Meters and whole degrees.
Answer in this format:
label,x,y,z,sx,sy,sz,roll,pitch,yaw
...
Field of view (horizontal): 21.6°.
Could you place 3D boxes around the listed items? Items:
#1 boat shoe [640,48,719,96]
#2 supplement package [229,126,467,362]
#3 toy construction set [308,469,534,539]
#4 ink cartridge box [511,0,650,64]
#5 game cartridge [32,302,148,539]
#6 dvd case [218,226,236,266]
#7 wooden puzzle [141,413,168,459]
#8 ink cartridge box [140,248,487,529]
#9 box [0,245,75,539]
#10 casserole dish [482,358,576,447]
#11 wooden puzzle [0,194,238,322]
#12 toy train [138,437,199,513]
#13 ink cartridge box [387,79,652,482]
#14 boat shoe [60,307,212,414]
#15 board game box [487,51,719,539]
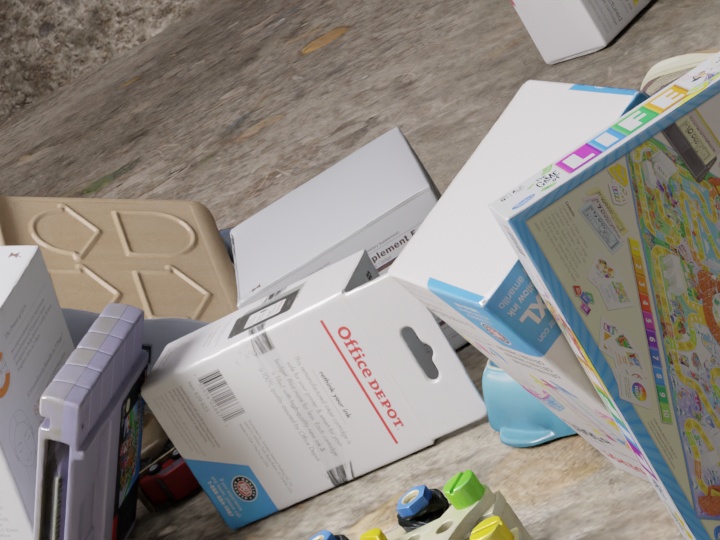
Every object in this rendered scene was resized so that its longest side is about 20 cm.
label,x,y,z,sx,sy,sz,roll,pitch,yaw
boat shoe,0.267,-0.122,1.296,0.199,0.072,0.065,-10,39,47
supplement package,0.000,0.000,1.355,0.155,0.111,0.200,-31,17,4
toy construction set,0.007,0.164,0.928,0.198,0.093,0.131,-14,22,20
ink cartridge box,0.220,-0.312,1.773,0.200,0.148,0.085,-45,19,-32
game cartridge,-0.169,0.135,1.181,0.038,0.202,0.130,14,28,11
dvd case,-0.036,-0.023,1.560,0.141,0.018,0.200,-12,13,-9
wooden puzzle,-0.236,0.104,1.448,0.199,0.046,0.186,-32,44,-3
ink cartridge box,-0.023,0.069,1.192,0.199,0.116,0.067,-25,17,22
box,-0.246,0.101,1.241,0.097,0.201,0.125,-2,34,17
casserole dish,0.149,0.029,1.126,0.200,0.039,0.121,-40,18,-26
wooden puzzle,-0.189,0.007,1.471,0.186,0.198,0.047,-117,39,-49
toy train,-0.131,0.141,1.330,0.199,0.034,0.046,-35,20,-5
ink cartridge box,0.140,0.019,0.925,0.126,0.200,0.128,-52,19,-7
boat shoe,-0.161,0.067,1.364,0.065,0.199,0.074,-17,59,56
board game box,0.163,0.020,0.835,0.134,0.201,0.034,-32,16,-2
